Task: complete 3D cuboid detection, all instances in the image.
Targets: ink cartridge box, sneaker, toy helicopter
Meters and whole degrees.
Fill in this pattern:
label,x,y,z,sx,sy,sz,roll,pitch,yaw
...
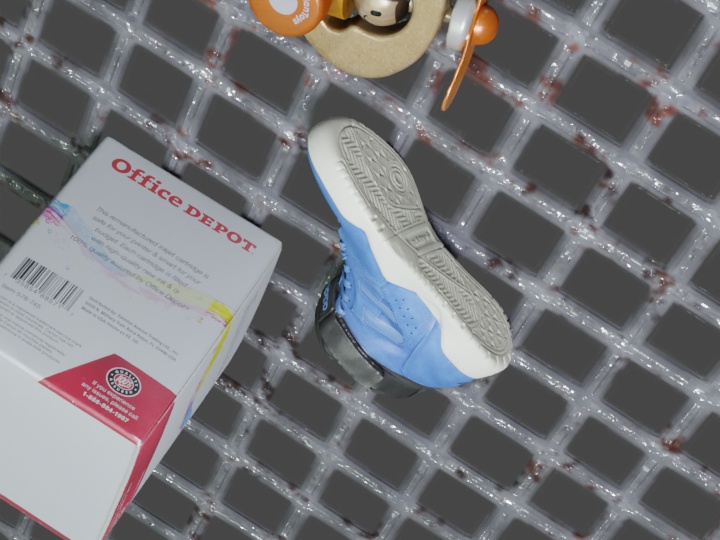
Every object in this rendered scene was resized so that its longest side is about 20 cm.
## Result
label,x,y,z,sx,sy,sz,roll,pitch,yaw
ink cartridge box,-0.169,0.046,1.388,0.145,0.200,0.145,32,139,4
sneaker,0.000,0.001,1.332,0.111,0.077,0.200,-22,120,31
toy helicopter,0.040,-0.177,1.160,0.132,0.079,0.200,42,129,-4
